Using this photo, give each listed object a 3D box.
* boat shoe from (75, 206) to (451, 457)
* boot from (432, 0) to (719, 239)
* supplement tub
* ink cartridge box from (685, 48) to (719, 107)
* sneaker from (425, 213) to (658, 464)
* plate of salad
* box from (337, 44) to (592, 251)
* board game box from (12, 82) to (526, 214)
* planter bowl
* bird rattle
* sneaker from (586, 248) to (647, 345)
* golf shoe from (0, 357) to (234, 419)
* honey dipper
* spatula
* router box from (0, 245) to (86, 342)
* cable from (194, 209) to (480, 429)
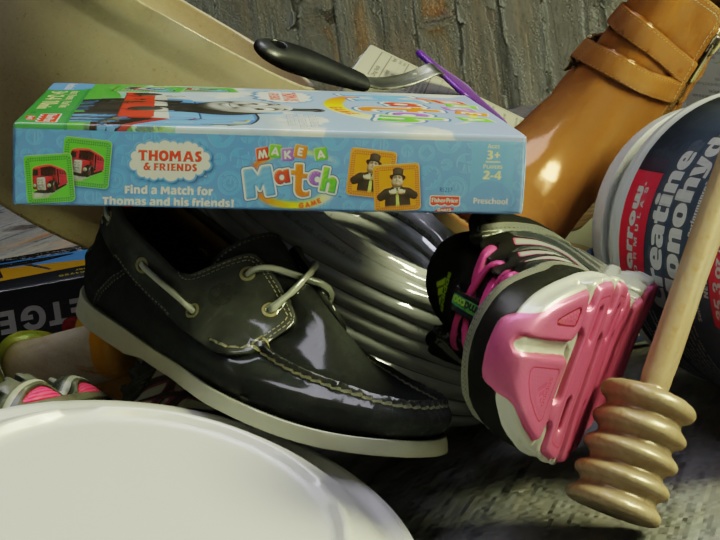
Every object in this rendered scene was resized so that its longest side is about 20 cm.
[{"bbox_3d":[-0.043,0.020,0.655,0.199,0.068,0.071,27,16,36],"label":"boat shoe"},{"bbox_3d":[0.121,-0.080,0.816,0.077,0.156,0.199,44,27,19],"label":"boot"},{"bbox_3d":[0.195,-0.009,0.711,0.139,0.142,0.200,-10,9,-12],"label":"supplement tub"},{"bbox_3d":[0.275,-0.085,1.020,0.083,0.178,0.200,-5,9,-4],"label":"ink cartridge box"},{"bbox_3d":[0.059,0.020,0.629,0.087,0.074,0.200,22,11,15],"label":"sneaker"},{"bbox_3d":[-0.077,0.100,0.544,0.198,0.049,0.200,10,22,-4],"label":"plate of salad"},{"bbox_3d":[0.072,-0.056,0.986,0.199,0.078,0.095,26,20,1],"label":"box"},{"bbox_3d":[-0.040,-0.054,0.686,0.198,0.037,0.151,2,12,-6],"label":"board game box"},{"bbox_3d":[-0.143,-0.092,0.878,0.199,0.136,0.200,29,9,-5],"label":"planter bowl"},{"bbox_3d":[-0.125,0.044,0.825,0.162,0.114,0.199,-10,-6,41],"label":"bird rattle"},{"bbox_3d":[0.188,-0.025,0.898,0.197,0.116,0.081,-7,8,12],"label":"sneaker"},{"bbox_3d":[-0.080,0.079,0.700,0.088,0.078,0.199,25,22,24],"label":"golf shoe"},{"bbox_3d":[0.126,-0.004,0.605,0.038,0.202,0.038,19,-11,4],"label":"honey dipper"},{"bbox_3d":[0.014,-0.110,0.903,0.199,0.021,0.057,1,36,-46],"label":"spatula"},{"bbox_3d":[-0.255,0.024,1.187,0.198,0.052,0.149,-11,11,-18],"label":"router box"},{"bbox_3d":[0.000,0.000,0.792,0.199,0.070,0.199,36,20,20],"label":"cable"}]
